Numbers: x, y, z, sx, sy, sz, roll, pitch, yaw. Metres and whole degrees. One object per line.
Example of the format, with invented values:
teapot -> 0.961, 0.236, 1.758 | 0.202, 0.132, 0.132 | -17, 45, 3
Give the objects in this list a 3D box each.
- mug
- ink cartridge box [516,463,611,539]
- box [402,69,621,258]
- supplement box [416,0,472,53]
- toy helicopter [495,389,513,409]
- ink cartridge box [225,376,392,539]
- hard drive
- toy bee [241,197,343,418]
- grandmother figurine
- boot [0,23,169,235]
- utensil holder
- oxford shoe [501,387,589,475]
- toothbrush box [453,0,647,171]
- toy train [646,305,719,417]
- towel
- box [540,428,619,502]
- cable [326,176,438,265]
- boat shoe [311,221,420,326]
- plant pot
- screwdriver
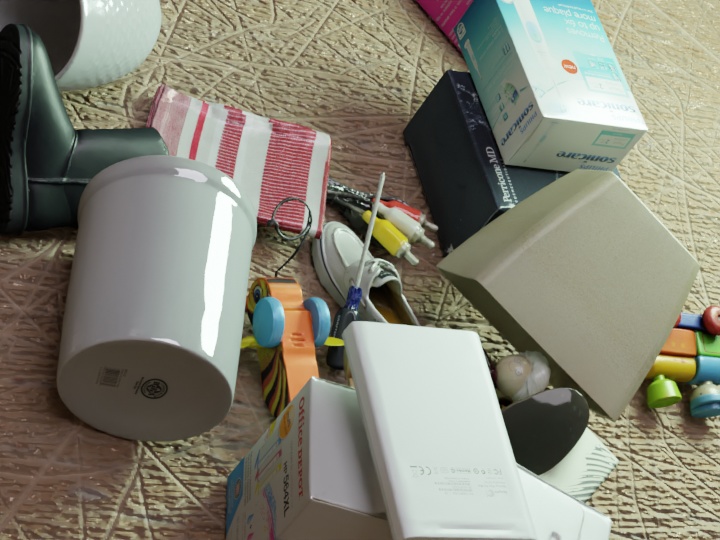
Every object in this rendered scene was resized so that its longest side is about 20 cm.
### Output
mug -> -0.304, -0.262, 1.809 | 0.198, 0.149, 0.175 | 21, 16, 24
ink cartridge box -> 0.100, 0.284, 1.571 | 0.145, 0.200, 0.147 | 30, 43, -8
box -> 0.177, -0.104, 2.014 | 0.198, 0.118, 0.198 | 3, 53, -31
supplement box -> 0.146, -0.341, 2.204 | 0.201, 0.103, 0.101 | 51, 43, 10
toy helicopter -> 0.081, 0.157, 1.763 | 0.199, 0.079, 0.133 | -30, 81, -33
ink cartridge box -> -0.022, 0.195, 1.563 | 0.124, 0.200, 0.130 | 17, 46, -21
hard drive -> 0.065, 0.138, 1.503 | 0.131, 0.026, 0.202 | 6, 52, -30
toy bee -> -0.073, 0.049, 1.740 | 0.130, 0.108, 0.202 | 23, 70, -23
grandmother figurine -> 0.086, 0.106, 1.730 | 0.197, 0.061, 0.123 | -3, 74, -8
boot -> -0.265, -0.130, 1.707 | 0.167, 0.076, 0.203 | -4, 101, -36
utensil holder -> -0.181, 0.028, 1.621 | 0.168, 0.170, 0.202 | 19, 49, -20
oxford shoe -> 0.126, 0.175, 1.695 | 0.199, 0.071, 0.072 | -34, 92, -6
toothbrush box -> 0.206, -0.210, 1.976 | 0.145, 0.085, 0.202 | 5, 52, -30
toy train -> 0.320, 0.098, 1.976 | 0.198, 0.085, 0.117 | 7, 64, -30
towel -> -0.127, -0.112, 1.857 | 0.198, 0.023, 0.145 | 15, 48, -10
box -> 0.167, 0.231, 1.752 | 0.068, 0.082, 0.200 | 44, 44, 5
cable -> -0.005, -0.081, 1.918 | 0.199, 0.050, 0.097 | 36, 37, -2
boat shoe -> 0.016, 0.022, 1.829 | 0.070, 0.070, 0.201 | -2, 54, -36
plant pot -> 0.221, 0.008, 1.817 | 0.200, 0.177, 0.200 | 44, -3, -10
screwdriver -> 0.000, 0.000, 1.788 | 0.028, 0.029, 0.202 | 14, 88, -5
